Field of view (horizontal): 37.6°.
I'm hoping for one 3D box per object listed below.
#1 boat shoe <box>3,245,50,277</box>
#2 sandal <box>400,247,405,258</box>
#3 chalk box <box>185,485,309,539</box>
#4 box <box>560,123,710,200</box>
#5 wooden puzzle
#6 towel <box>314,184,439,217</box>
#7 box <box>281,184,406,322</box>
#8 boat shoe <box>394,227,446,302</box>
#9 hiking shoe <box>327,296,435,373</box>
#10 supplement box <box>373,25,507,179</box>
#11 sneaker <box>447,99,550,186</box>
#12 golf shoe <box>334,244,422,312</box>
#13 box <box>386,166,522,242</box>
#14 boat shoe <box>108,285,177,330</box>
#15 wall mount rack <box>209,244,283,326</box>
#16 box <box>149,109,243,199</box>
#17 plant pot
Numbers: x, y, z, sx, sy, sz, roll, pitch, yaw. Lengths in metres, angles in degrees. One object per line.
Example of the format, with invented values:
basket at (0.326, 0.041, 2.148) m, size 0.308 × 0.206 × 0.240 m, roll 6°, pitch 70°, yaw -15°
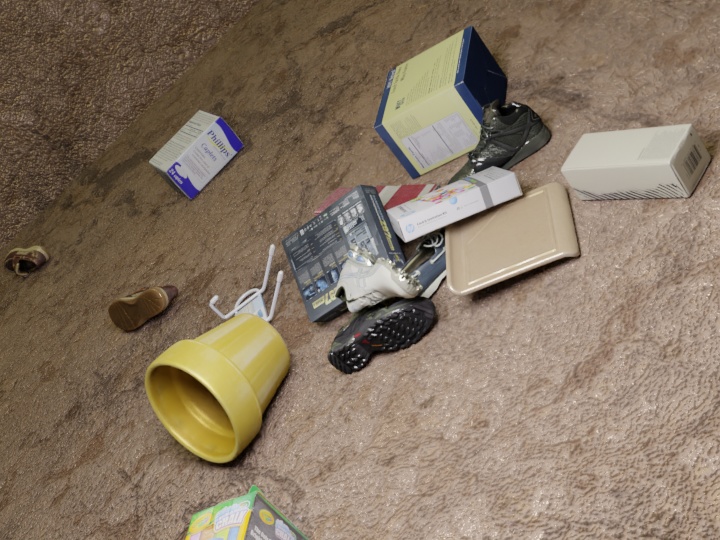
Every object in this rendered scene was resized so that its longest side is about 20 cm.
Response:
boat shoe at (-0.988, -0.019, 3.086) m, size 0.198 × 0.073 × 0.073 m, roll -9°, pitch 40°, yaw 37°
sandal at (0.000, 0.000, 1.811) m, size 0.198 × 0.043 × 0.077 m, roll -25°, pitch 74°, yaw 36°
chalk box at (-0.157, 0.385, 1.402) m, size 0.123 × 0.125 × 0.202 m, roll -25°, pitch 31°, yaw 27°
box at (0.392, -0.153, 1.516) m, size 0.199 × 0.069 × 0.083 m, roll 4°, pitch 51°, yaw 54°
wooden puzzle at (0.226, -0.045, 1.594) m, size 0.197 × 0.038 × 0.186 m, roll -18°, pitch 35°, yaw 16°
towel at (0.030, -0.121, 1.872) m, size 0.196 × 0.023 × 0.144 m, roll -1°, pitch 23°, yaw 19°
box at (-0.029, -0.026, 1.775) m, size 0.199 × 0.051 × 0.160 m, roll -34°, pitch 69°, yaw 33°
boat shoe at (0.115, -0.027, 1.697) m, size 0.200 × 0.062 × 0.075 m, roll -49°, pitch 24°, yaw -15°
hiking shoe at (0.030, 0.077, 1.646) m, size 0.198 × 0.076 × 0.102 m, roll -28°, pitch 34°, yaw 26°
supplement box at (0.152, -0.314, 1.976) m, size 0.198 × 0.135 × 0.202 m, roll -24°, pitch 33°, yaw 30°
sneaker at (0.212, -0.213, 1.785) m, size 0.198 × 0.114 × 0.077 m, roll -36°, pitch 26°, yaw 15°
golf shoe at (0.024, 0.030, 1.614) m, size 0.098 × 0.078 × 0.199 m, roll -58°, pitch 25°, yaw -5°
box at (0.146, -0.108, 1.691) m, size 0.197 × 0.042 × 0.156 m, roll -23°, pitch 10°, yaw -1°
boat shoe at (-0.470, 0.073, 2.299) m, size 0.198 × 0.073 × 0.072 m, roll -24°, pitch 6°, yaw 40°
wall mount rack at (-0.200, 0.053, 1.974) m, size 0.173 × 0.075 × 0.201 m, roll -38°, pitch 29°, yaw 7°
box at (-0.424, -0.301, 2.724) m, size 0.200 × 0.105 × 0.183 m, roll -47°, pitch 28°, yaw -8°
plant pot at (-0.217, 0.176, 1.721) m, size 0.199 × 0.203 × 0.189 m, roll -10°, pitch 24°, yaw 45°
